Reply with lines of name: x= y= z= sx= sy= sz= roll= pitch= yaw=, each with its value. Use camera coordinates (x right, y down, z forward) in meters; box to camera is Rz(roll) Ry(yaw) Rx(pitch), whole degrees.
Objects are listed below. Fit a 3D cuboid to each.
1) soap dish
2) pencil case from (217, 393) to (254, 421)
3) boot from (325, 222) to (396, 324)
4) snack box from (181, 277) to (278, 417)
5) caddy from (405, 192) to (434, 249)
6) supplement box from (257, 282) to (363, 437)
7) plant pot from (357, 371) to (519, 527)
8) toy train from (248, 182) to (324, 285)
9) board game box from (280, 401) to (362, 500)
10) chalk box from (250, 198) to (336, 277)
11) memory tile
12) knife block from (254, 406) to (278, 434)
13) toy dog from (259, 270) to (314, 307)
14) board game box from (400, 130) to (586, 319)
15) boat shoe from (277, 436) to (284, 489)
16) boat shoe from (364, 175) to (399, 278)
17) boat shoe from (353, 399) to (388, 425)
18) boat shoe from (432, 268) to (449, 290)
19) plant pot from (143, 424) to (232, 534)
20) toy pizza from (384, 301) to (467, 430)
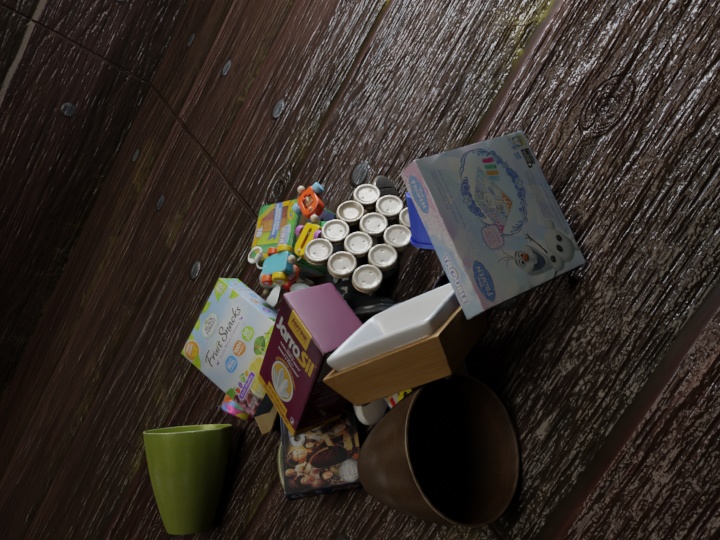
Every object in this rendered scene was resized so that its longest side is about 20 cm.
soap dish: x=0.065 y=0.097 z=0.855 sx=0.198 sy=0.157 sz=0.082 roll=-27 pitch=96 yaw=37
pencil case: x=-0.227 y=0.213 z=1.350 sx=0.088 sy=0.087 sz=0.204 roll=16 pitch=85 yaw=53
boot: x=-0.001 y=0.000 z=1.104 sx=0.163 sy=0.065 sz=0.204 roll=-18 pitch=56 yaw=37
snack box: x=-0.215 y=0.139 z=1.192 sx=0.198 sy=0.067 sz=0.171 roll=34 pitch=101 yaw=23
caddy: x=0.158 y=-0.077 z=0.966 sx=0.198 sy=0.140 sz=0.107 roll=10 pitch=118 yaw=52
supplement box: x=-0.076 y=0.144 z=1.032 sx=0.131 sy=0.102 sz=0.203 roll=49 pitch=134 yaw=33
plant pot: x=0.083 y=0.256 z=0.886 sx=0.199 sy=0.183 sz=0.191 roll=-36 pitch=46 yaw=52
toy train: x=-0.119 y=-0.058 z=1.206 sx=0.200 sy=0.055 sz=0.151 roll=-47 pitch=43 yaw=11
board game box: x=-0.068 y=0.274 z=1.099 sx=0.132 sy=0.035 sz=0.204 roll=-12 pitch=56 yaw=3
chalk box: x=-0.118 y=-0.064 z=1.315 sx=0.198 sy=0.122 sz=0.127 roll=-5 pitch=69 yaw=50
memory tile: x=0.010 y=-0.059 z=1.087 sx=0.151 sy=0.017 sz=0.201 roll=27 pitch=58 yaw=21
knife block: x=-0.222 y=0.197 z=1.277 sx=0.064 sy=0.172 sz=0.204 roll=88 pitch=-160 yaw=-86
toy dog: x=-0.121 y=0.072 z=1.249 sx=0.199 sy=0.130 sz=0.098 roll=27 pitch=97 yaw=54
board game box: x=0.174 y=-0.066 z=0.833 sx=0.043 sy=0.196 sz=0.204 roll=-36 pitch=75 yaw=57
boat shoe: x=-0.103 y=0.299 z=1.165 sx=0.074 sy=0.068 sz=0.204 roll=-19 pitch=57 yaw=29
boat shoe: x=0.026 y=-0.079 z=1.186 sx=0.071 sy=0.075 sz=0.205 roll=-21 pitch=55 yaw=46
boat shoe: x=0.004 y=0.165 z=1.094 sx=0.068 sy=0.071 sz=0.204 roll=-29 pitch=52 yaw=41
boat shoe: x=0.129 y=0.066 z=0.969 sx=0.203 sy=0.092 sz=0.075 roll=-61 pitch=38 yaw=9
plant pot: x=-0.358 y=0.435 z=1.350 sx=0.185 sy=0.184 sz=0.205 roll=-13 pitch=77 yaw=47
toy pizza: x=0.079 y=0.150 z=0.971 sx=0.198 sy=0.031 sz=0.205 roll=16 pitch=111 yaw=46
